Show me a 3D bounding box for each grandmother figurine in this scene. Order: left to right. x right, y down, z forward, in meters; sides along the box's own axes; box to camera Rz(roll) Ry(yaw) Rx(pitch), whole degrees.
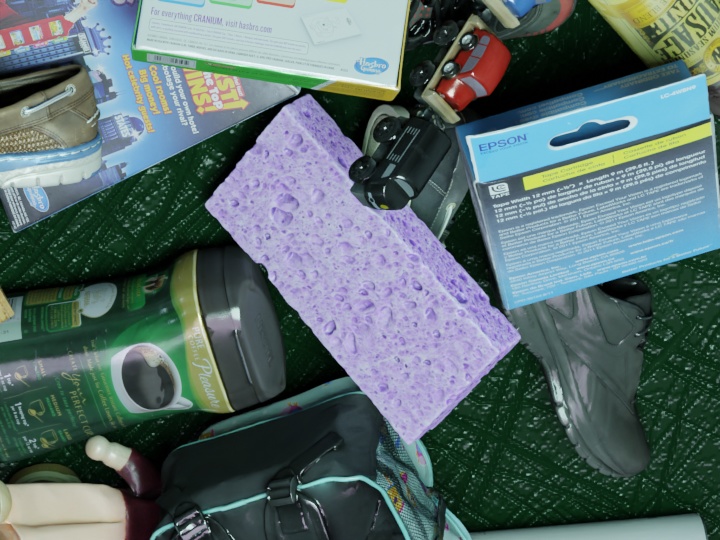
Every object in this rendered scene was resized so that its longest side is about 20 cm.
[{"bbox_3d":[-0.160,0.170,1.873,0.200,0.061,0.122,-2,109,-37],"label":"grandmother figurine"}]

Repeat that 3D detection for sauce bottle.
[{"bbox_3d":[0.197,-0.143,1.726,0.066,0.066,0.200,-37,122,19],"label":"sauce bottle"}]

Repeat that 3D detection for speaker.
[{"bbox_3d":[0.135,0.211,1.945,0.199,0.081,0.081,-4,123,-1],"label":"speaker"}]

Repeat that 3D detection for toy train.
[{"bbox_3d":[0.060,-0.118,1.633,0.034,0.046,0.200,43,73,-41],"label":"toy train"}]

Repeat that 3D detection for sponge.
[{"bbox_3d":[0.000,0.000,1.753,0.200,0.030,0.112,50,134,6],"label":"sponge"}]

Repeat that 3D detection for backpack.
[{"bbox_3d":[-0.021,0.178,1.842,0.175,0.153,0.200,-21,118,20],"label":"backpack"}]

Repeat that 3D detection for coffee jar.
[{"bbox_3d":[-0.150,0.051,1.821,0.199,0.085,0.104,-12,121,6],"label":"coffee jar"}]

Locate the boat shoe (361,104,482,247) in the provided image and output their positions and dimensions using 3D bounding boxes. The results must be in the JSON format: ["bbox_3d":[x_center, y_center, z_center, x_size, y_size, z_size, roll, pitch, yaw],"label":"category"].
[{"bbox_3d":[0.029,-0.018,1.798,0.067,0.072,0.200,-9,133,-28],"label":"boat shoe"}]

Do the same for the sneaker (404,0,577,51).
[{"bbox_3d":[0.032,-0.160,1.687,0.200,0.098,0.071,7,121,-9],"label":"sneaker"}]

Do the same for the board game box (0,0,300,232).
[{"bbox_3d":[-0.140,-0.141,1.699,0.199,0.062,0.200,-12,115,12],"label":"board game box"}]

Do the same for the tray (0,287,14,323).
[{"bbox_3d":[-0.279,-0.060,1.731,0.037,0.099,0.200,-30,121,-6],"label":"tray"}]

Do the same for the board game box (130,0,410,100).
[{"bbox_3d":[-0.039,-0.206,1.613,0.153,0.040,0.201,9,84,-4],"label":"board game box"}]

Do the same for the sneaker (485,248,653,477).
[{"bbox_3d":[0.154,0.051,1.847,0.091,0.076,0.200,-24,123,7],"label":"sneaker"}]

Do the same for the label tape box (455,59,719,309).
[{"bbox_3d":[0.135,-0.065,1.704,0.143,0.066,0.200,-16,148,1],"label":"label tape box"}]

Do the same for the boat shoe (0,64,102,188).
[{"bbox_3d":[-0.245,-0.083,1.640,0.200,0.072,0.073,-9,113,-28],"label":"boat shoe"}]

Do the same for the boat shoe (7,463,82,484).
[{"bbox_3d":[-0.198,0.226,1.944,0.073,0.065,0.200,-13,122,8],"label":"boat shoe"}]
